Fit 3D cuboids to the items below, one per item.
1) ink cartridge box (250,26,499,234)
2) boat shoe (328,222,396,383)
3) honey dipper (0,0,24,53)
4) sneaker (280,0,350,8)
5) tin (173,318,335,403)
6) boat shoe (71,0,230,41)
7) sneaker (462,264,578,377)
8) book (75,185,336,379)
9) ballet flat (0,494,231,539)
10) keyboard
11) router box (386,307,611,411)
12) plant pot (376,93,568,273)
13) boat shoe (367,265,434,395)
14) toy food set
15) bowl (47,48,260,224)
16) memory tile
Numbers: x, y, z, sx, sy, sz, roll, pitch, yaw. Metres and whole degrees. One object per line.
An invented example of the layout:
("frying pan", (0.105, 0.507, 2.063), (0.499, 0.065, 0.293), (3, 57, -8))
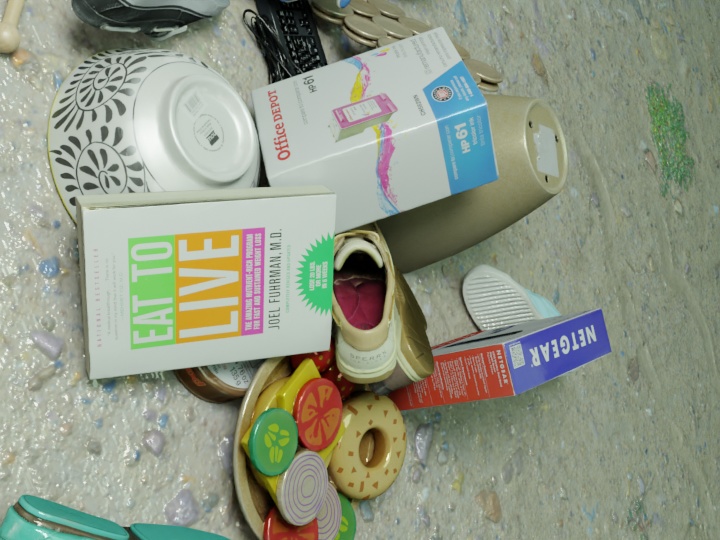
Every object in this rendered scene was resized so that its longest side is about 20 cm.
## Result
("ink cartridge box", (0.007, -0.123, 0.782), (0.146, 0.196, 0.086), (-108, 178, -47))
("boat shoe", (0.000, 0.000, 0.770), (0.072, 0.067, 0.203), (-7, 48, -7))
("honey dipper", (-0.260, -0.264, 0.693), (0.038, 0.037, 0.205), (25, 62, -39))
("sneaker", (-0.086, -0.302, 0.836), (0.195, 0.079, 0.076), (3, 30, -16))
("tin", (-0.089, 0.039, 0.784), (0.199, 0.041, 0.114), (-37, 110, -46))
("boat shoe", (-0.178, -0.235, 0.747), (0.074, 0.068, 0.200), (51, 22, -8))
("sneaker", (0.193, 0.052, 1.070), (0.199, 0.074, 0.083), (42, 21, -24))
("book", (-0.117, 0.007, 0.681), (0.195, 0.048, 0.137), (-6, 109, -24))
("ballet flat", (-0.174, 0.217, 0.630), (0.198, 0.067, 0.072), (27, 84, -39))
("keyboard", (-0.057, -0.209, 0.890), (0.103, 0.039, 0.205), (-20, 92, -48))
("router box", (0.136, 0.093, 0.901), (0.198, 0.177, 0.050), (-11, 86, -48))
("plant pot", (0.109, -0.106, 0.904), (0.185, 0.197, 0.192), (15, 70, -49))
("boat shoe", (0.027, 0.054, 0.847), (0.074, 0.064, 0.201), (57, 10, -14))
("toy food set", (-0.038, 0.156, 0.767), (0.199, 0.048, 0.203), (-51, 129, -39))
("bowl", (-0.147, -0.105, 0.723), (0.198, 0.093, 0.206), (17, 66, -43))
("memory tile", (0.051, -0.247, 0.941), (0.199, 0.017, 0.152), (39, 33, 23))
